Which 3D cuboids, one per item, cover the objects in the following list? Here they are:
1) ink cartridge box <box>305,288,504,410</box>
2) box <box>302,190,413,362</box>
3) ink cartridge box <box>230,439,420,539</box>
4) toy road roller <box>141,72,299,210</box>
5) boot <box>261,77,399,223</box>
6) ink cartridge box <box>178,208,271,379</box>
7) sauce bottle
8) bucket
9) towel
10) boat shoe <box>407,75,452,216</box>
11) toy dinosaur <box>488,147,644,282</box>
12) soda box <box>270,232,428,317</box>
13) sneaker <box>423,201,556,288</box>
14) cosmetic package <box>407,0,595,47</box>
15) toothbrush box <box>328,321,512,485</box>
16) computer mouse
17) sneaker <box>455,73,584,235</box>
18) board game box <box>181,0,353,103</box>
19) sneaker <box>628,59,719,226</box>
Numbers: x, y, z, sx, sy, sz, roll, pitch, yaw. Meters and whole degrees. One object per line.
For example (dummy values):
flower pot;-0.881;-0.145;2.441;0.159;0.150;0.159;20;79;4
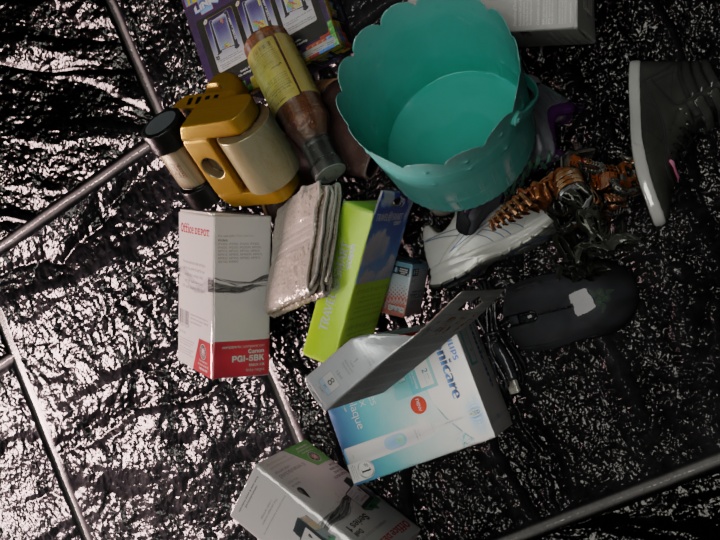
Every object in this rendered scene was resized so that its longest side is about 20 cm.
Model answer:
ink cartridge box;0.051;0.069;1.054;0.200;0.159;0.048;-43;74;19
box;0.000;0.000;1.112;0.047;0.122;0.204;20;101;19
ink cartridge box;-0.039;0.316;1.212;0.198;0.146;0.085;33;105;17
toy road roller;-0.152;-0.168;1.170;0.197;0.147;0.124;2;138;37
boot;-0.042;-0.134;1.185;0.166;0.072;0.203;30;100;50
ink cartridge box;-0.176;0.025;1.249;0.146;0.081;0.204;12;102;62
sauce bottle;-0.077;-0.196;1.151;0.066;0.066;0.203;-33;68;23
bucket;0.088;-0.171;1.022;0.203;0.135;0.211;-8;67;19
towel;-0.071;-0.022;1.116;0.034;0.200;0.135;12;76;-19
boat shoe;0.090;-0.164;1.155;0.073;0.073;0.204;-14;83;21
toy dinosaur;0.233;-0.065;1.052;0.197;0.102;0.138;-19;72;2
soda box;-0.017;0.002;1.221;0.197;0.063;0.070;14;99;22
sneaker;0.154;-0.050;1.137;0.198;0.074;0.089;-26;78;23
cosmetic package;0.158;-0.299;1.095;0.196;0.106;0.092;0;93;26
toothbrush box;0.065;0.157;1.185;0.197;0.085;0.149;-22;84;23
computer mouse;0.223;0.053;1.122;0.197;0.053;0.141;-22;84;24
sneaker;0.179;-0.121;1.094;0.086;0.074;0.203;25;83;10
board game box;-0.121;-0.320;1.247;0.197;0.056;0.168;-21;84;25
sneaker;0.336;-0.144;1.013;0.097;0.071;0.203;-7;60;22
